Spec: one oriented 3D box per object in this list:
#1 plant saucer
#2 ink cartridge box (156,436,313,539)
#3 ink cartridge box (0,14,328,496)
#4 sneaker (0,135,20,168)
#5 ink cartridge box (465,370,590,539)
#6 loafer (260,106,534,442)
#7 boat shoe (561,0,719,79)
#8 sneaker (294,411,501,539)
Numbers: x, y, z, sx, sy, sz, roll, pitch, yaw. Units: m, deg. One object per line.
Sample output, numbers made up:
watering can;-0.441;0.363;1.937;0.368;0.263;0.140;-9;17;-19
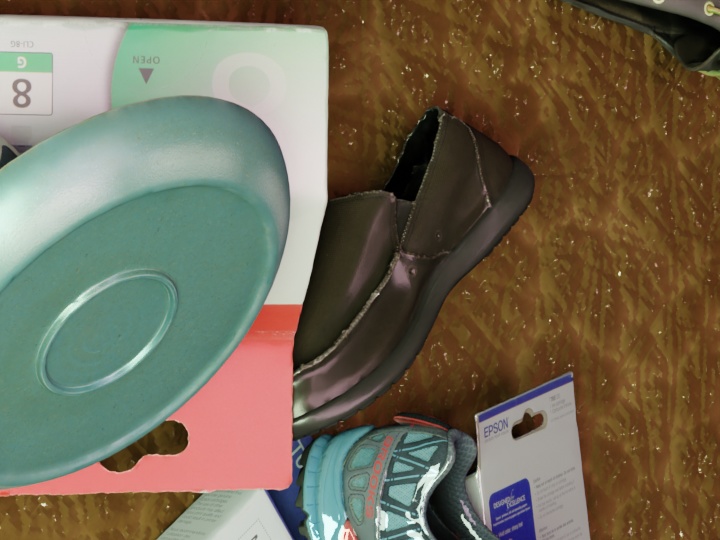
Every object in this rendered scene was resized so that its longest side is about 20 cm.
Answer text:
plant saucer;-0.104;0.017;1.140;0.200;0.027;0.200;-30;148;-21
ink cartridge box;-0.039;0.199;1.320;0.200;0.043;0.197;-44;118;-30
ink cartridge box;-0.096;-0.005;1.225;0.161;0.050;0.201;0;89;-19
sneaker;-0.213;-0.045;1.096;0.130;0.079;0.199;53;36;10
ink cartridge box;0.076;0.155;1.407;0.099;0.039;0.201;-17;103;-56
loafer;0.000;0.000;1.338;0.071;0.073;0.200;50;54;-16
boat shoe;0.173;-0.130;1.480;0.201;0.072;0.061;24;80;-32
sneaker;0.042;0.161;1.311;0.200;0.095;0.079;70;23;-6
